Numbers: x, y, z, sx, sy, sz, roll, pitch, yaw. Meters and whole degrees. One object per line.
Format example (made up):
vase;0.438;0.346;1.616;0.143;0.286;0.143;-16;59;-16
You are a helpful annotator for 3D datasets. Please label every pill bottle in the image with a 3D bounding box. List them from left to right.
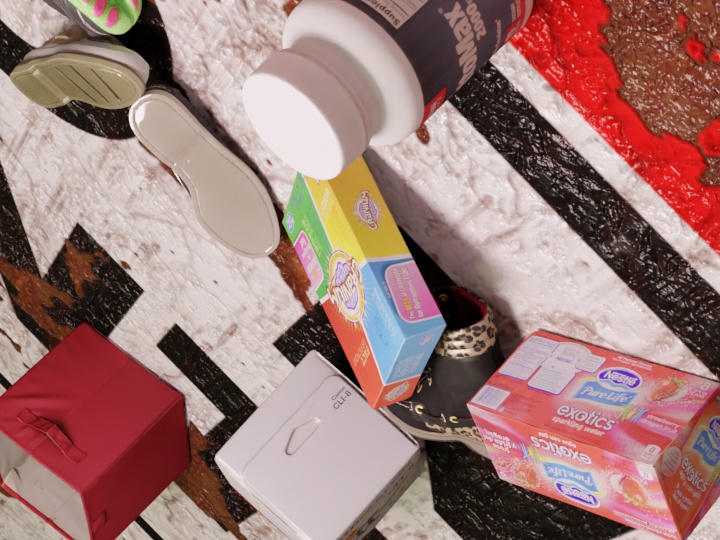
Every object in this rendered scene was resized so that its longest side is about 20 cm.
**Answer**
pill bottle;0.017;-0.158;1.375;0.119;0.200;0.120;34;152;21

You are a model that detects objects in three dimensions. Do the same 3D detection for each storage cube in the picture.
storage cube;-0.328;0.206;2.405;0.171;0.180;0.200;34;151;21

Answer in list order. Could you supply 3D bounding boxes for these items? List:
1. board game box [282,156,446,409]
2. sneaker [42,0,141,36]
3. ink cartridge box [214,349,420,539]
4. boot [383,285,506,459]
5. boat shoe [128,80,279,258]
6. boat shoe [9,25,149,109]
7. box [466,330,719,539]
board game box;0.000;0.000;1.713;0.200;0.040;0.153;64;159;21
sneaker;-0.283;-0.283;1.766;0.200;0.077;0.084;51;149;-9
ink cartridge box;-0.038;0.192;1.952;0.145;0.145;0.200;41;171;11
boot;0.073;0.084;1.781;0.200;0.073;0.151;22;141;51
boat shoe;-0.141;-0.099;1.867;0.200;0.073;0.063;51;-164;-22
boat shoe;-0.255;-0.197;1.849;0.200;0.068;0.075;7;147;50
box;0.202;0.133;1.635;0.200;0.103;0.095;15;141;43
